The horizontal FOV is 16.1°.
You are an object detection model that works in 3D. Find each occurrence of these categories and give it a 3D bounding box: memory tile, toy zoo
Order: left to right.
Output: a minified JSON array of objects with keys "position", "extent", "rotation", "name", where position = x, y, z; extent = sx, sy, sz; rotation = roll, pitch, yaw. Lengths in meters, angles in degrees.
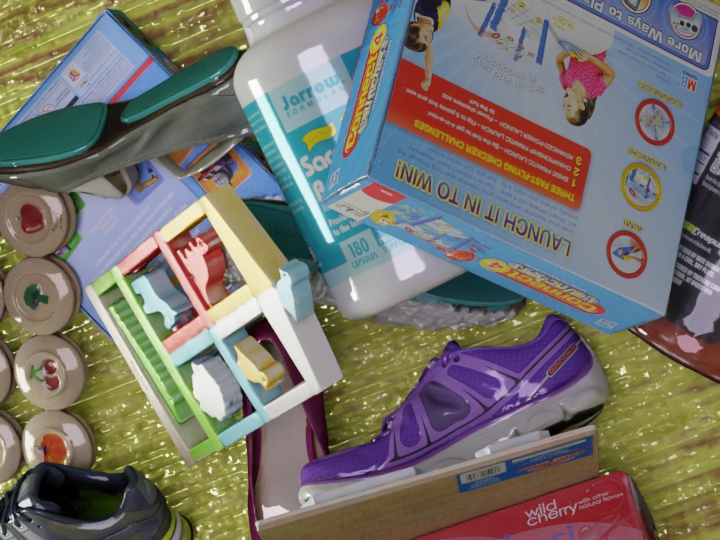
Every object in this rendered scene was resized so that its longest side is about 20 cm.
[{"position":[-0.244,0.040,1.619],"extent":[0.153,0.017,0.201],"rotation":[0,102,21],"name":"memory tile"},{"position":[-0.082,0.031,1.502],"extent":[0.131,0.020,0.200],"rotation":[59,143,2],"name":"toy zoo"}]

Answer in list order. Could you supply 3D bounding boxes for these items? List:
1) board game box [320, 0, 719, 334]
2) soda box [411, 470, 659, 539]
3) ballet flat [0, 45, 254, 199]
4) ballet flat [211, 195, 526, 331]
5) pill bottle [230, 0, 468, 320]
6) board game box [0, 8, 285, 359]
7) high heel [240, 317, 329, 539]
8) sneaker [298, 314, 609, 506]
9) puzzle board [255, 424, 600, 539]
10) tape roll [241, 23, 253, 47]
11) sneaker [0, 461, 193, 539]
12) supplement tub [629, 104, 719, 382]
[{"position":[0.095,-0.093,1.417],"extent":[0.199,0.056,0.196],"rotation":[24,67,-23],"name":"board game box"},{"position":[0.082,0.191,1.529],"extent":[0.199,0.063,0.070],"rotation":[-20,46,10],"name":"soda box"},{"position":[-0.138,-0.075,1.545],"extent":[0.199,0.067,0.064],"rotation":[-19,119,23],"name":"ballet flat"},{"position":[0.000,0.000,1.545],"extent":[0.199,0.072,0.072],"rotation":[13,98,-16],"name":"ballet flat"},{"position":[-0.002,-0.081,1.456],"extent":[0.111,0.111,0.201],"rotation":[-26,91,13],"name":"pill bottle"},{"position":[-0.133,-0.040,1.599],"extent":[0.200,0.037,0.151],"rotation":[45,102,8],"name":"board game box"},{"position":[-0.045,0.126,1.559],"extent":[0.067,0.096,0.201],"rotation":[5,95,13],"name":"high heel"},{"position":[0.050,0.090,1.546],"extent":[0.199,0.081,0.084],"rotation":[-25,73,-6],"name":"sneaker"},{"position":[0.043,0.134,1.495],"extent":[0.199,0.151,0.017],"rotation":[-17,71,1],"name":"puzzle board"},{"position":[0.027,-0.178,1.536],"extent":[0.202,0.071,0.203],"rotation":[1,95,13],"name":"tape roll"},{"position":[-0.209,0.158,1.599],"extent":[0.199,0.074,0.081],"rotation":[-10,132,8],"name":"sneaker"},{"position":[0.235,-0.038,1.470],"extent":[0.107,0.107,0.200],"rotation":[30,100,9],"name":"supplement tub"}]
